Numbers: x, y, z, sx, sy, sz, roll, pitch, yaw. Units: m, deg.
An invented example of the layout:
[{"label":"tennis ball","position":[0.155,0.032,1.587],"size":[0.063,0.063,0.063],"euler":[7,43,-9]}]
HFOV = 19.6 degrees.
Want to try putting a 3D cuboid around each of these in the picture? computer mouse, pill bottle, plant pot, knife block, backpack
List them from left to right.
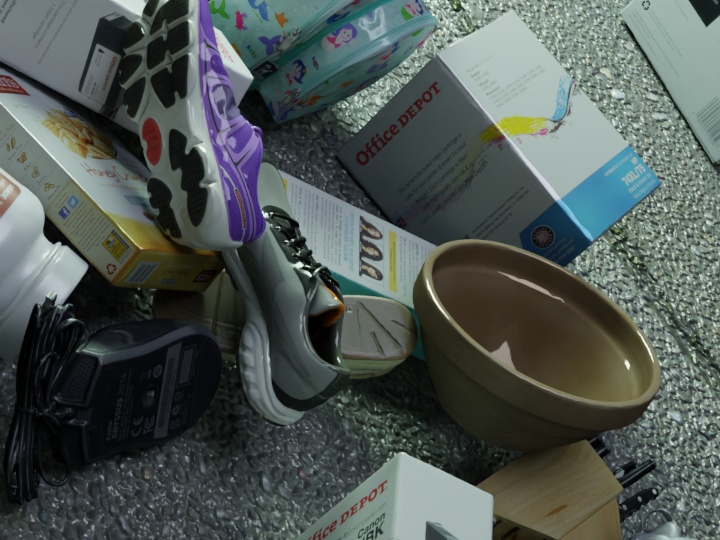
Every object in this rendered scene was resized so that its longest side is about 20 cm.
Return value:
[{"label":"pill bottle","position":[-0.282,-0.033,1.364],"size":[0.200,0.112,0.112],"euler":[40,39,-9]},{"label":"computer mouse","position":[-0.171,0.073,1.392],"size":[0.053,0.139,0.200],"euler":[21,16,31]},{"label":"backpack","position":[-0.023,-0.224,1.700],"size":[0.151,0.200,0.177],"euler":[52,38,7]},{"label":"plant pot","position":[0.120,0.071,1.587],"size":[0.201,0.093,0.201],"euler":[22,29,-13]},{"label":"knife block","position":[0.145,0.161,1.634],"size":[0.200,0.064,0.176],"euler":[24,43,-26]}]

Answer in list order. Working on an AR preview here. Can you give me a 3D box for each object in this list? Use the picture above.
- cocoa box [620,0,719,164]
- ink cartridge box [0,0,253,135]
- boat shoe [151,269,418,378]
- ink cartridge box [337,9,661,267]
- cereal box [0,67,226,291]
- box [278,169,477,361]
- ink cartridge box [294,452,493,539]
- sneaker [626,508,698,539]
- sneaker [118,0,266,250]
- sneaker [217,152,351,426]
[{"label":"cocoa box","position":[0.394,-0.230,2.148],"size":[0.131,0.133,0.200],"euler":[-11,65,-48]},{"label":"ink cartridge box","position":[-0.193,-0.174,1.551],"size":[0.200,0.084,0.145],"euler":[29,12,-23]},{"label":"boat shoe","position":[-0.060,0.048,1.542],"size":[0.200,0.065,0.072],"euler":[6,61,-17]},{"label":"ink cartridge box","position":[0.116,-0.086,1.754],"size":[0.200,0.147,0.146],"euler":[50,39,3]},{"label":"cereal box","position":[-0.194,-0.066,1.467],"size":[0.200,0.040,0.144],"euler":[46,15,16]},{"label":"box","position":[0.000,0.000,1.649],"size":[0.200,0.049,0.082],"euler":[26,43,-25]},{"label":"ink cartridge box","position":[0.012,0.243,1.372],"size":[0.084,0.144,0.200],"euler":[29,41,-21]},{"label":"sneaker","position":[0.248,0.274,1.541],"size":[0.115,0.075,0.200],"euler":[-40,85,-20]},{"label":"sneaker","position":[-0.112,-0.107,1.454],"size":[0.083,0.081,0.200],"euler":[6,69,-46]},{"label":"sneaker","position":[-0.049,0.006,1.470],"size":[0.074,0.079,0.200],"euler":[17,55,-53]}]
